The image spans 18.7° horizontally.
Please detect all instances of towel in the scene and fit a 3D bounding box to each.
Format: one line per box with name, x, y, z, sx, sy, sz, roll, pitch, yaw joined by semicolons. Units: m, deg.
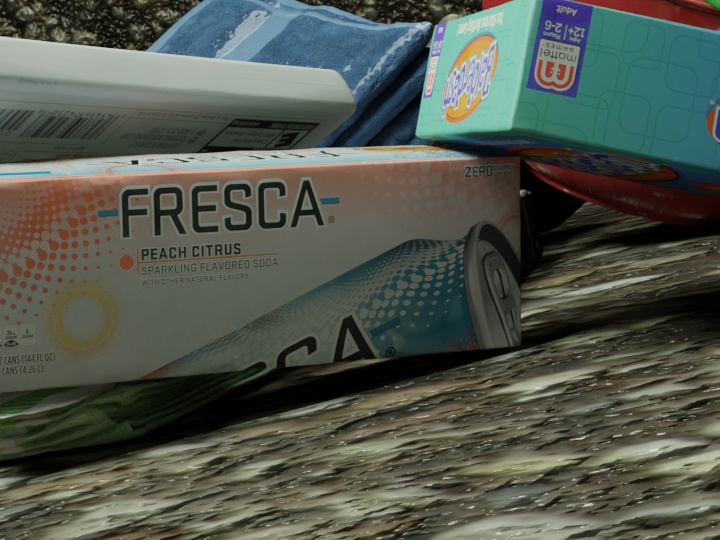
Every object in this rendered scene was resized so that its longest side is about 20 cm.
towel;-0.137;0.048;0.793;0.199;0.024;0.152;-10;5;23
towel;-0.045;-0.083;1.042;0.112;0.049;0.200;-44;34;-16

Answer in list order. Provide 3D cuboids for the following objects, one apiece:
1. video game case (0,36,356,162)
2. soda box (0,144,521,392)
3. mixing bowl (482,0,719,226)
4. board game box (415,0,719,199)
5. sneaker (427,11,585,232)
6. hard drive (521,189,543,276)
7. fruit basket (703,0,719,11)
video game case;-0.122;-0.020;0.807;0.182;0.023;0.199;-39;-21;30
soda box;-0.047;-0.004;0.721;0.199;0.069;0.064;-4;8;-24
mixing bowl;0.137;-0.088;1.026;0.199;0.109;0.200;15;14;-4
board game box;0.130;-0.046;0.726;0.199;0.045;0.152;11;1;-9
sneaker;0.042;-0.077;1.119;0.076;0.114;0.199;-51;-23;24
hard drive;0.000;0.000;0.955;0.139;0.038;0.200;-11;6;13
fruit basket;0.221;-0.098;0.761;0.199;0.094;0.185;16;2;29
